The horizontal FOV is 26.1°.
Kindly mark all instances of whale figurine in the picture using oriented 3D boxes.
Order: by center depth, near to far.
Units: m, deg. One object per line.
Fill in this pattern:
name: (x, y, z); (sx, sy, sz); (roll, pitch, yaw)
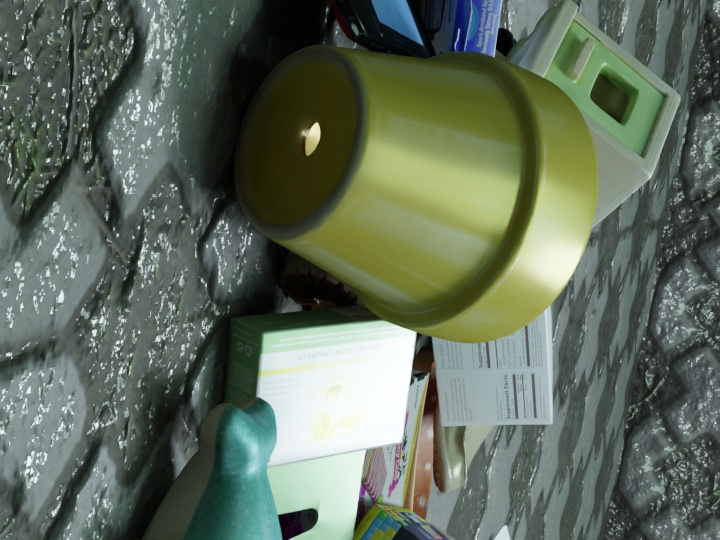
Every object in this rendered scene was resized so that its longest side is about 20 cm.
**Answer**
whale figurine: (-0.086, 0.187, 1.023); (0.159, 0.104, 0.201); (7, 102, -71)

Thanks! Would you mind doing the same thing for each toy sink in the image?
toy sink: (0.173, -0.156, 1.405); (0.112, 0.200, 0.130); (-45, -170, 45)

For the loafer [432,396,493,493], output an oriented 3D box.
loafer: (0.113, 0.138, 1.573); (0.076, 0.068, 0.200); (87, 12, -47)

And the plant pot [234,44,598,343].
plant pot: (0.027, -0.065, 1.053); (0.189, 0.200, 0.201); (17, 85, -42)

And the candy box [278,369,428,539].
candy box: (-0.007, 0.157, 1.327); (0.200, 0.061, 0.137); (-14, 115, -71)

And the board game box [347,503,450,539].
board game box: (0.000, 0.282, 1.318); (0.165, 0.057, 0.200); (-53, 166, -2)

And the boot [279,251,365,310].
boot: (0.000, 0.000, 1.238); (0.200, 0.075, 0.108); (64, 37, -61)

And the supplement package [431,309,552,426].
supplement package: (0.124, 0.022, 1.478); (0.156, 0.111, 0.200); (-81, 167, -54)

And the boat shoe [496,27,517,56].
boat shoe: (0.114, -0.167, 1.490); (0.200, 0.070, 0.066); (-57, 136, -43)

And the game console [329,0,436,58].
game console: (0.040, -0.247, 1.100); (0.173, 0.118, 0.200); (69, 17, 8)

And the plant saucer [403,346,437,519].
plant saucer: (0.051, 0.174, 1.517); (0.200, 0.032, 0.201); (7, 90, -82)

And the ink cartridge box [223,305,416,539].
ink cartridge box: (-0.036, 0.128, 1.143); (0.145, 0.048, 0.201); (-5, 107, -39)

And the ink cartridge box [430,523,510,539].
ink cartridge box: (0.071, 0.339, 1.580); (0.200, 0.068, 0.115); (-50, 153, -19)

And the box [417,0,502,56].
box: (0.077, -0.192, 1.258); (0.200, 0.041, 0.119); (-119, -145, -71)
